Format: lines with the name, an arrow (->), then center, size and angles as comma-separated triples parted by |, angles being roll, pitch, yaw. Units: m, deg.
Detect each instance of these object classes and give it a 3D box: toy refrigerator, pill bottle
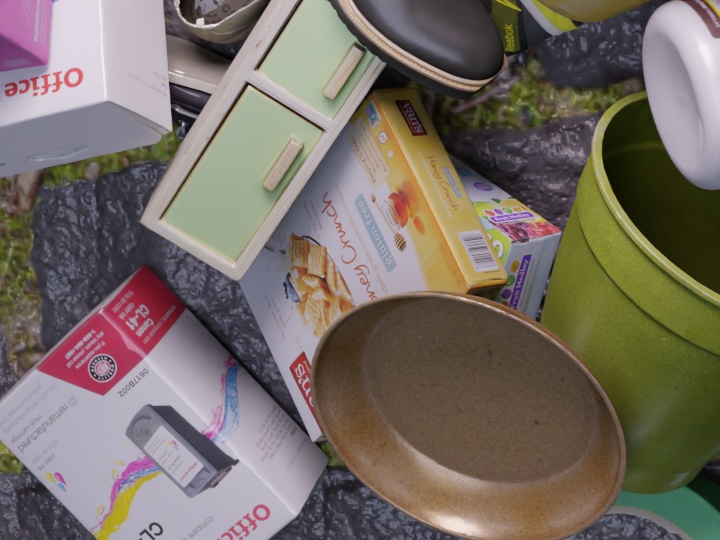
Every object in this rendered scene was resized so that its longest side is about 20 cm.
toy refrigerator -> -0.053, -0.096, 1.176 | 0.076, 0.070, 0.200 | 31, 115, -10
pill bottle -> 0.268, -0.122, 1.079 | 0.198, 0.109, 0.110 | -16, 109, -8

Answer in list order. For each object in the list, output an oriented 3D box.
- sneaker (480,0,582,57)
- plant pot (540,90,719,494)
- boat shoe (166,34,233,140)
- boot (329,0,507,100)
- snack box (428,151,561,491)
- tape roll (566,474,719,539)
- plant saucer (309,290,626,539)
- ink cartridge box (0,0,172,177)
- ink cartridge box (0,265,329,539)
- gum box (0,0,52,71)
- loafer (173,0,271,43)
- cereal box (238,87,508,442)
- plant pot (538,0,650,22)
sneaker -> 0.049, -0.204, 1.151 | 0.084, 0.075, 0.200 | -33, 108, 28
plant pot -> 0.193, 0.029, 1.164 | 0.199, 0.201, 0.194 | 29, 129, 3
boat shoe -> -0.105, -0.107, 1.252 | 0.199, 0.073, 0.063 | 18, 114, 4
boot -> 0.028, -0.203, 1.063 | 0.200, 0.077, 0.138 | 47, 144, 1
snack box -> 0.042, 0.032, 1.239 | 0.142, 0.053, 0.201 | 37, 124, 38
tape roll -> 0.183, 0.229, 1.275 | 0.199, 0.048, 0.202 | 1, 92, 30
plant saucer -> 0.067, 0.082, 1.142 | 0.199, 0.036, 0.201 | 15, 134, 16
ink cartridge box -> -0.204, -0.175, 1.196 | 0.145, 0.086, 0.202 | -11, 74, 21
ink cartridge box -> -0.143, 0.121, 1.352 | 0.200, 0.086, 0.147 | 47, 117, -4
gum box -> -0.232, -0.228, 1.109 | 0.066, 0.113, 0.202 | -5, 76, 22
loafer -> -0.050, -0.217, 1.186 | 0.075, 0.068, 0.200 | 36, 114, 0
cereal box -> 0.000, 0.000, 1.211 | 0.200, 0.039, 0.145 | -47, 61, 43
plant pot -> 0.167, -0.240, 1.056 | 0.201, 0.201, 0.188 | 50, 133, -8
